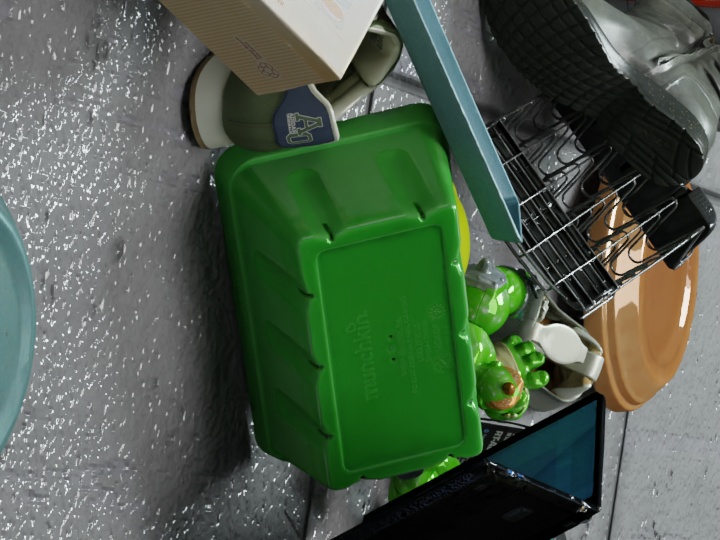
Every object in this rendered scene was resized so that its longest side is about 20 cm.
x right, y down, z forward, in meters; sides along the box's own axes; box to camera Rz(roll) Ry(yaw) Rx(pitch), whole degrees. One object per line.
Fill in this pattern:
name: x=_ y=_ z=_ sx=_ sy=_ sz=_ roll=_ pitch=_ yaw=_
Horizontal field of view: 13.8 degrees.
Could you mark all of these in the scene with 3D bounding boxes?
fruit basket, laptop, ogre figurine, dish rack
fruit basket: x=0.000 y=0.000 z=1.694 sx=0.216 sy=0.155 sz=0.216 roll=167 pitch=-90 yaw=-79
laptop: x=0.034 y=0.126 z=1.663 sx=0.200 sy=0.177 sz=0.104 roll=26 pitch=39 yaw=-54
ogre figurine: x=0.056 y=0.076 z=1.838 sx=0.200 sy=0.098 sz=0.120 roll=-47 pitch=160 yaw=-9
dish rack: x=0.141 y=-0.049 z=1.941 sx=0.154 sy=0.055 sz=0.200 roll=54 pitch=41 yaw=4

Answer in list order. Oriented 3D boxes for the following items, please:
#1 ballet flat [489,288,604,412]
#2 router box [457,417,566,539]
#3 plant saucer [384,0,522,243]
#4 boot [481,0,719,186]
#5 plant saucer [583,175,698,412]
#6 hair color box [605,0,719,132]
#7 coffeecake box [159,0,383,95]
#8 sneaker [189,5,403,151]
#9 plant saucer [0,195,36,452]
ballet flat: x=0.129 y=0.058 z=2.003 sx=0.200 sy=0.064 sz=0.068 roll=35 pitch=71 yaw=-61
router box: x=0.066 y=0.217 z=1.923 sx=0.200 sy=0.062 sz=0.150 roll=-59 pitch=146 yaw=-38
plant saucer: x=0.043 y=-0.110 z=1.637 sx=0.070 sy=0.019 sz=0.200 roll=-86 pitch=153 yaw=-70
boot: x=0.169 y=-0.155 z=1.954 sx=0.200 sy=0.068 sz=0.131 roll=45 pitch=40 yaw=-10
plant saucer: x=0.207 y=0.004 z=2.154 sx=0.200 sy=0.037 sz=0.201 roll=5 pitch=90 yaw=-68
hair color box: x=0.252 y=-0.150 z=2.041 sx=0.061 sy=0.199 sz=0.102 roll=-49 pitch=139 yaw=-48
coffeecake box: x=-0.038 y=-0.217 z=1.513 sx=0.153 sy=0.073 sz=0.200 roll=43 pitch=61 yaw=-29
sneaker: x=-0.012 y=-0.130 z=1.644 sx=0.200 sy=0.090 sz=0.067 roll=-57 pitch=143 yaw=-42
plant saucer: x=-0.203 y=0.034 z=1.371 sx=0.200 sy=0.036 sz=0.201 roll=-26 pitch=120 yaw=-60
